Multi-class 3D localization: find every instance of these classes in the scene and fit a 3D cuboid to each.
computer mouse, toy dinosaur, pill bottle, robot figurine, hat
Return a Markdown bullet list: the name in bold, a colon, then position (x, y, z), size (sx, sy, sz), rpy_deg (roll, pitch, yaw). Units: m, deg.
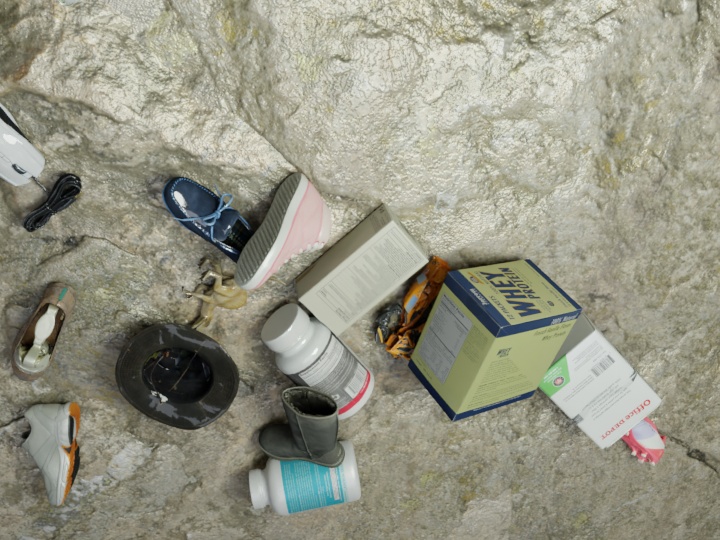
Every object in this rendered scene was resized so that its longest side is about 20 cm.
- **computer mouse**: position (-0.492, -0.155, 1.023), size (0.109, 0.044, 0.201), rpy_deg (-32, 119, 8)
- **toy dinosaur**: position (-0.216, 0.025, 1.162), size (0.199, 0.059, 0.101), rpy_deg (-31, 126, 27)
- **pill bottle**: position (-0.074, 0.150, 1.222), size (0.110, 0.111, 0.200), rpy_deg (-36, 118, 10)
- **robot figurine**: position (0.113, 0.080, 1.247), size (0.144, 0.058, 0.201), rpy_deg (25, 110, -23)
- **hat**: position (-0.299, 0.163, 1.208), size (0.197, 0.081, 0.203), rpy_deg (-2, 110, -5)
- **pill bottle**: position (-0.103, 0.386, 1.341), size (0.197, 0.111, 0.112), rpy_deg (-10, 119, -6)

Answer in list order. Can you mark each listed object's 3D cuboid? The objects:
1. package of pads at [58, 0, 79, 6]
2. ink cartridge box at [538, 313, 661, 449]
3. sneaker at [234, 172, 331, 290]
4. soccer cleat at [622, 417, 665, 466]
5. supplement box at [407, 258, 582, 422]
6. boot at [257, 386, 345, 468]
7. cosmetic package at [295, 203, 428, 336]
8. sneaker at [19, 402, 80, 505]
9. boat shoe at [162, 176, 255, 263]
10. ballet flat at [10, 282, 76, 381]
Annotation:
- **package of pads**: position (-0.287, -0.405, 0.864), size (0.199, 0.155, 0.068), rpy_deg (-35, 118, 9)
- **ink cartridge box**: position (0.427, 0.205, 1.336), size (0.146, 0.084, 0.200), rpy_deg (-42, 104, 13)
- **sneaker**: position (-0.105, -0.038, 1.094), size (0.105, 0.075, 0.202), rpy_deg (44, 59, -36)
- **soccer cleat**: position (0.544, 0.308, 1.455), size (0.200, 0.066, 0.077), rpy_deg (47, 64, -19)
- **supplement box**: position (0.216, 0.110, 1.186), size (0.198, 0.134, 0.202), rpy_deg (-8, 132, -36)
- **boot**: position (-0.111, 0.264, 1.237), size (0.179, 0.073, 0.201), rpy_deg (4, 149, 12)
- **cosmetic package**: position (0.000, 0.000, 1.178), size (0.199, 0.071, 0.105), rpy_deg (-38, 118, 10)
- **sneaker**: position (-0.538, 0.312, 1.253), size (0.091, 0.076, 0.203), rpy_deg (8, 109, -6)
- **boat shoe**: position (-0.204, -0.075, 1.095), size (0.199, 0.068, 0.085), rpy_deg (36, 70, -34)
- **ballet flat**: position (-0.509, 0.110, 1.146), size (0.067, 0.067, 0.201), rpy_deg (21, 112, -19)
